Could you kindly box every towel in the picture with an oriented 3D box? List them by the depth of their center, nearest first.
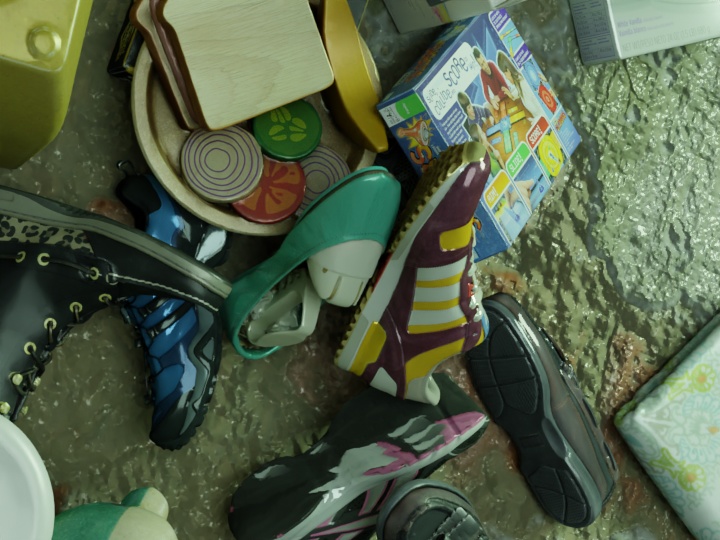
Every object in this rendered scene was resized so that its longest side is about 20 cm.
[{"bbox_3d":[0.315,0.121,1.774,0.200,0.048,0.171,-42,103,-19],"label":"towel"}]

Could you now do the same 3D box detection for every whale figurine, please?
[{"bbox_3d":[-0.177,0.219,1.488,0.104,0.200,0.159,13,84,6],"label":"whale figurine"}]

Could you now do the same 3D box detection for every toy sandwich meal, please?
[{"bbox_3d":[-0.066,-0.125,1.530,0.205,0.070,0.205,2,84,-20],"label":"toy sandwich meal"}]

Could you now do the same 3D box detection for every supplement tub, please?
[{"bbox_3d":[-0.283,0.153,1.413,0.144,0.200,0.145,1,87,-19],"label":"supplement tub"}]

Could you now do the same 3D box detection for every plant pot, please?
[{"bbox_3d":[-0.261,-0.187,1.432,0.194,0.200,0.196,16,84,-23],"label":"plant pot"}]

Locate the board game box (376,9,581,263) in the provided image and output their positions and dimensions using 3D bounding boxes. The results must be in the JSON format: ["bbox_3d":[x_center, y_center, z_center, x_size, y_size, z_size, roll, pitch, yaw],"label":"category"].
[{"bbox_3d":[0.091,-0.108,1.617,0.135,0.034,0.200,59,31,-13],"label":"board game box"}]

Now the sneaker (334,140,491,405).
[{"bbox_3d":[0.059,0.003,1.527,0.090,0.075,0.200,26,121,-4],"label":"sneaker"}]

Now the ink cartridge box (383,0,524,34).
[{"bbox_3d":[0.101,-0.232,1.594,0.117,0.200,0.067,-30,101,-22],"label":"ink cartridge box"}]

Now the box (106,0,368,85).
[{"bbox_3d":[-0.076,-0.205,1.599,0.160,0.049,0.200,22,81,-20],"label":"box"}]

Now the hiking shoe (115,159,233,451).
[{"bbox_3d":[-0.143,0.027,1.561,0.087,0.074,0.200,8,77,-15],"label":"hiking shoe"}]

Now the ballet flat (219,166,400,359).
[{"bbox_3d":[-0.030,0.005,1.537,0.067,0.200,0.070,6,58,-37],"label":"ballet flat"}]

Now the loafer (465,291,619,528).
[{"bbox_3d":[0.140,0.099,1.691,0.063,0.072,0.200,-39,112,-40],"label":"loafer"}]

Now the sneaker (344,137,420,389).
[{"bbox_3d":[0.000,0.000,1.620,0.114,0.076,0.200,5,99,-7],"label":"sneaker"}]

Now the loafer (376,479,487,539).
[{"bbox_3d":[0.075,0.215,1.591,0.072,0.063,0.200,-45,144,-8],"label":"loafer"}]

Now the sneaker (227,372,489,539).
[{"bbox_3d":[0.004,0.149,1.602,0.200,0.080,0.086,-28,140,4],"label":"sneaker"}]

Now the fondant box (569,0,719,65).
[{"bbox_3d":[0.227,-0.272,1.730,0.144,0.058,0.200,-15,94,-23],"label":"fondant box"}]

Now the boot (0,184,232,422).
[{"bbox_3d":[-0.199,0.037,1.491,0.203,0.073,0.154,19,84,16],"label":"boot"}]
